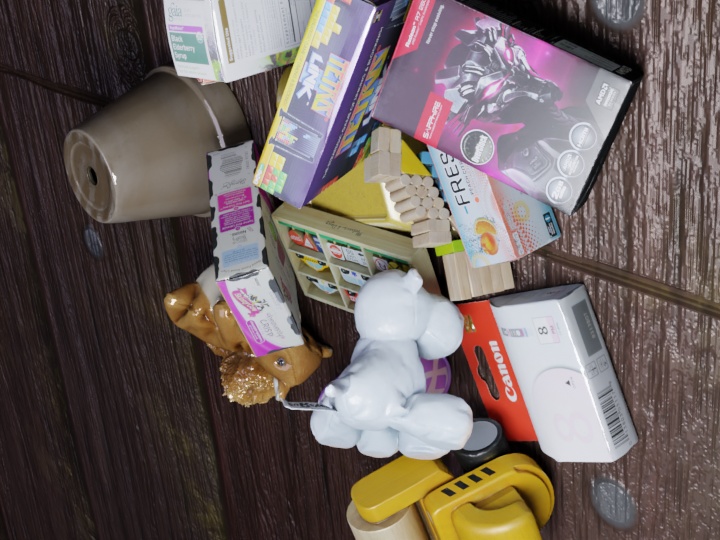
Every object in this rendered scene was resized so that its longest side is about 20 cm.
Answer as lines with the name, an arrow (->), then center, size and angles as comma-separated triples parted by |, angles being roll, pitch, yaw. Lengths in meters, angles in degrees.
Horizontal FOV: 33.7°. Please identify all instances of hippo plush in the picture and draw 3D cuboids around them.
hippo plush -> 0.018, 0.086, 1.166 | 0.159, 0.200, 0.161 | -23, 51, 51

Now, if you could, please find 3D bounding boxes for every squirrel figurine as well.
squirrel figurine -> -0.125, 0.082, 1.475 | 0.186, 0.142, 0.200 | 35, 151, 20

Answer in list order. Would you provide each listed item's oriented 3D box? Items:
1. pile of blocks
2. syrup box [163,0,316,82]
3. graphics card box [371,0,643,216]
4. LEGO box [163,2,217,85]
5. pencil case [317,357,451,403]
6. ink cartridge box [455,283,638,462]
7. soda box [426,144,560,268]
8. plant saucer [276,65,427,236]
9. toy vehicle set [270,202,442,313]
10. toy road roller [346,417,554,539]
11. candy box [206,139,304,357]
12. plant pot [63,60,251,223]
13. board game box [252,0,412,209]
pile of blocks -> 0.074, -0.057, 1.156 | 0.200, 0.082, 0.062 | 56, 163, -7
syrup box -> -0.081, -0.243, 1.132 | 0.079, 0.200, 0.082 | 15, 122, 46
graphics card box -> 0.118, -0.146, 0.992 | 0.200, 0.051, 0.126 | 29, 116, 14
LEGO box -> -0.161, -0.291, 1.246 | 0.200, 0.077, 0.150 | -129, 28, -65
pencil case -> 0.023, 0.139, 1.331 | 0.084, 0.086, 0.200 | 33, 149, -12
ink cartridge box -> 0.163, 0.105, 1.166 | 0.200, 0.057, 0.163 | -13, 100, 50
soda box -> 0.109, -0.108, 1.084 | 0.063, 0.068, 0.201 | -12, 100, 53
plant saucer -> -0.014, -0.123, 1.252 | 0.200, 0.048, 0.201 | 2, 112, 52
toy vehicle set -> 0.000, 0.000, 1.277 | 0.200, 0.027, 0.125 | 18, 143, 39
toy road roller -> 0.100, 0.254, 1.188 | 0.123, 0.199, 0.146 | 68, 172, -30
candy box -> -0.118, -0.025, 1.314 | 0.137, 0.061, 0.200 | 69, -173, -47
plant pot -> -0.255, -0.140, 1.443 | 0.200, 0.173, 0.201 | 28, 131, 38
board game box -> -0.011, -0.173, 1.073 | 0.057, 0.165, 0.200 | 28, 120, 9
